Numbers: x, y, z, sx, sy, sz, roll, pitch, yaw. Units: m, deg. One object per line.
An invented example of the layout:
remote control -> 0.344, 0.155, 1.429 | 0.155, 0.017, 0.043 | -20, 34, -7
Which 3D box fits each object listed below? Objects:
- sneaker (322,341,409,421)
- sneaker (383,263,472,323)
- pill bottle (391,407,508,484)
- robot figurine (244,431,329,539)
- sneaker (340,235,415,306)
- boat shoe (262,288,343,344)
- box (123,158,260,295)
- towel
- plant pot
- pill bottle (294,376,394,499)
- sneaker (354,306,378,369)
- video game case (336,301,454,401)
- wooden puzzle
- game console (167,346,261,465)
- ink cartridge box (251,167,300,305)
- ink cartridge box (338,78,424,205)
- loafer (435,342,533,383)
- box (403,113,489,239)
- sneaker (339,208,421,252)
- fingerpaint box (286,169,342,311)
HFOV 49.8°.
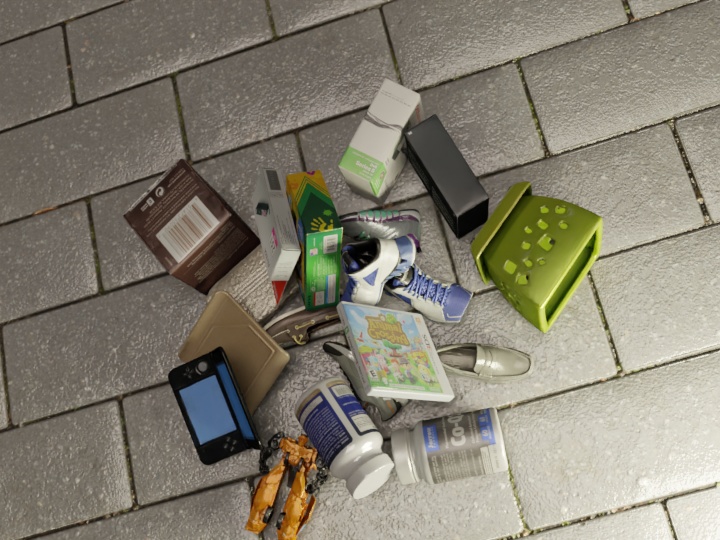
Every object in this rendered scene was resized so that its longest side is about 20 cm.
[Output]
sneaker -> -0.001, 0.207, 1.486 | 0.199, 0.074, 0.080 | 39, 91, 16
sneaker -> 0.109, 0.034, 1.475 | 0.196, 0.115, 0.082 | 23, 84, 16
pill bottle -> 0.160, 0.322, 1.406 | 0.196, 0.114, 0.116 | -12, 75, 6
robot figurine -> -0.139, 0.408, 1.468 | 0.142, 0.058, 0.204 | 19, 81, 13
sneaker -> 0.000, 0.000, 1.411 | 0.200, 0.113, 0.082 | -50, 45, 37
boat shoe -> -0.111, 0.108, 1.530 | 0.197, 0.072, 0.060 | -27, 70, -3
box -> -0.330, -0.081, 1.545 | 0.166, 0.200, 0.164 | -44, 73, -3
towel -> -0.212, 0.039, 1.583 | 0.199, 0.035, 0.133 | -40, 74, -3
plant pot -> 0.316, -0.032, 1.425 | 0.180, 0.200, 0.200 | 35, 85, 22
pill bottle -> -0.028, 0.305, 1.419 | 0.115, 0.116, 0.201 | -38, 60, -1
sneaker -> 0.049, 0.149, 1.459 | 0.113, 0.201, 0.076 | 33, 113, -13
video game case -> 0.063, 0.144, 1.373 | 0.022, 0.197, 0.184 | -48, 47, 34
wooden puzzle -> -0.250, 0.168, 1.532 | 0.199, 0.037, 0.186 | 41, 111, 14
game console -> -0.279, 0.261, 1.469 | 0.173, 0.116, 0.203 | -23, 87, 11
ink cartridge box -> -0.174, -0.063, 1.485 | 0.043, 0.175, 0.203 | 1, 53, -25
ink cartridge box -> 0.047, -0.254, 1.547 | 0.083, 0.146, 0.203 | 27, 83, 15
loafer -> 0.226, 0.172, 1.453 | 0.195, 0.070, 0.072 | 0, 75, 10
box -> 0.168, -0.181, 1.511 | 0.078, 0.141, 0.202 | -30, 74, 2
sneaker -> 0.033, -0.069, 1.513 | 0.196, 0.074, 0.090 | -5, 83, -21
fingerpaint box -> -0.091, -0.056, 1.467 | 0.072, 0.202, 0.169 | -9, 48, -13
